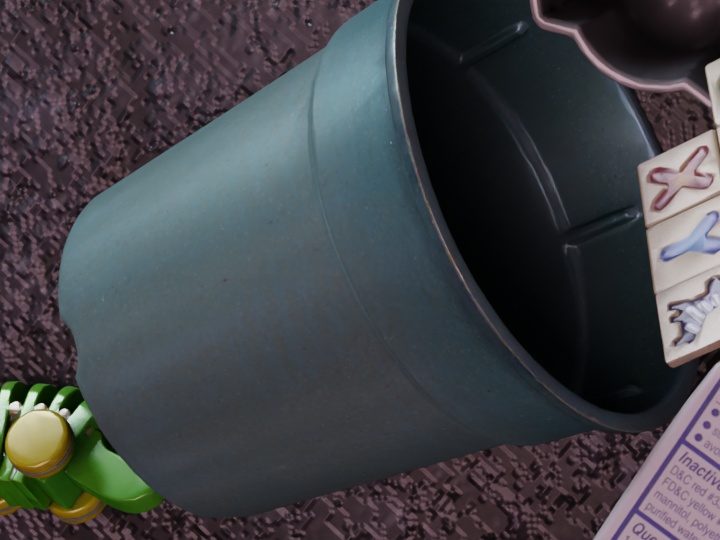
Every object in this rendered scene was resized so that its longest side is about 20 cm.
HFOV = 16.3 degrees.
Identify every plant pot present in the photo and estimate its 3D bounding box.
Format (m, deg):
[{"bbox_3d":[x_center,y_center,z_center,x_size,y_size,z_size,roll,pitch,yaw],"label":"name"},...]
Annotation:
[{"bbox_3d":[0.000,0.000,0.996,0.196,0.200,0.200,-24,92,32],"label":"plant pot"}]

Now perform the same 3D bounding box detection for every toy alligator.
[{"bbox_3d":[-0.176,0.075,1.145,0.200,0.059,0.054,4,60,21],"label":"toy alligator"}]

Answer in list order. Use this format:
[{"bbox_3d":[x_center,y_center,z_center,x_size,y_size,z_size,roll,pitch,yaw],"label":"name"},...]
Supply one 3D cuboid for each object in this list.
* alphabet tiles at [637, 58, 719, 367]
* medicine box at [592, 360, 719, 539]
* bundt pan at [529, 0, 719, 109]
[{"bbox_3d":[0.186,-0.043,0.856,0.200,0.167,0.006,-26,130,23],"label":"alphabet tiles"},{"bbox_3d":[0.145,0.116,0.959,0.103,0.182,0.200,36,111,10],"label":"medicine box"},{"bbox_3d":[0.146,-0.166,0.958,0.202,0.076,0.202,4,103,19],"label":"bundt pan"}]
